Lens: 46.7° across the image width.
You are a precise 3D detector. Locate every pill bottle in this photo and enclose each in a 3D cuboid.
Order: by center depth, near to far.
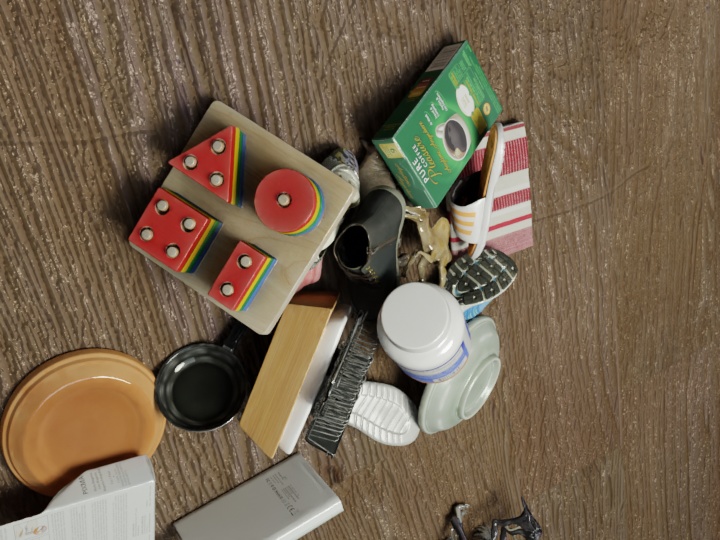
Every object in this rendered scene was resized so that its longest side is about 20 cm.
[{"bbox_3d":[0.082,0.079,1.079,0.112,0.112,0.200,-50,161,-5],"label":"pill bottle"}]

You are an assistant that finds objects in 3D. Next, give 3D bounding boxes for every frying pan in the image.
[{"bbox_3d":[-0.196,0.115,1.067,0.115,0.031,0.190,7,64,0],"label":"frying pan"}]

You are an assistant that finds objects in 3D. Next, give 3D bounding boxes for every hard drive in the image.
[{"bbox_3d":[-0.140,0.335,1.133,0.200,0.132,0.026,-27,121,-20],"label":"hard drive"}]

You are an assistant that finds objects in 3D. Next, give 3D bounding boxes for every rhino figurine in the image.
[{"bbox_3d":[0.029,-0.102,1.110,0.087,0.060,0.201,0,106,-23],"label":"rhino figurine"}]

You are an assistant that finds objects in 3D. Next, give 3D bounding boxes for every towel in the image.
[{"bbox_3d":[0.187,-0.108,1.229,0.144,0.023,0.200,-18,116,-22],"label":"towel"}]

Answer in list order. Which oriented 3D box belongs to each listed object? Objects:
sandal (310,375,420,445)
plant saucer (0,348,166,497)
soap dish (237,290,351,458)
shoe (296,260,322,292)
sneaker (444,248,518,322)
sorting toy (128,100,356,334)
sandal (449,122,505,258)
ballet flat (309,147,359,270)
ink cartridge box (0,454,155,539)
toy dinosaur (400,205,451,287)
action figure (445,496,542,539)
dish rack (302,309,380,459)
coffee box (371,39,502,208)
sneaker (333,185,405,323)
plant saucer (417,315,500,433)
[{"bbox_3d":[0.000,0.196,1.220,0.202,0.050,0.083,25,80,-23],"label":"sandal"},{"bbox_3d":[-0.332,0.194,1.020,0.200,0.037,0.201,-12,115,-27],"label":"plant saucer"},{"bbox_3d":[-0.084,0.122,1.075,0.081,0.157,0.200,22,97,0],"label":"soap dish"},{"bbox_3d":[-0.106,-0.061,1.044,0.091,0.071,0.201,-27,116,-38],"label":"shoe"},{"bbox_3d":[0.143,0.043,1.233,0.200,0.078,0.090,-36,161,-3],"label":"sneaker"},{"bbox_3d":[-0.142,-0.063,0.935,0.199,0.200,0.070,-58,169,4],"label":"sorting toy"},{"bbox_3d":[0.153,-0.112,1.146,0.059,0.079,0.207,5,127,0],"label":"sandal"},{"bbox_3d":[-0.037,-0.074,1.015,0.072,0.072,0.201,53,54,-34],"label":"ballet flat"},{"bbox_3d":[-0.353,0.318,1.023,0.200,0.057,0.163,-8,132,-24],"label":"ink cartridge box"},{"bbox_3d":[0.103,-0.019,1.129,0.200,0.058,0.101,42,66,-61],"label":"toy dinosaur"},{"bbox_3d":[0.204,0.457,1.416,0.200,0.102,0.119,-27,133,11],"label":"action figure"},{"bbox_3d":[-0.020,0.145,1.079,0.054,0.200,0.154,21,62,0],"label":"dish rack"},{"bbox_3d":[0.105,-0.192,1.094,0.200,0.044,0.123,-56,128,-25],"label":"coffee box"},{"bbox_3d":[0.000,0.000,1.046,0.106,0.075,0.200,-48,150,-50],"label":"sneaker"},{"bbox_3d":[0.162,0.166,1.252,0.200,0.050,0.200,-40,146,-35],"label":"plant saucer"}]
